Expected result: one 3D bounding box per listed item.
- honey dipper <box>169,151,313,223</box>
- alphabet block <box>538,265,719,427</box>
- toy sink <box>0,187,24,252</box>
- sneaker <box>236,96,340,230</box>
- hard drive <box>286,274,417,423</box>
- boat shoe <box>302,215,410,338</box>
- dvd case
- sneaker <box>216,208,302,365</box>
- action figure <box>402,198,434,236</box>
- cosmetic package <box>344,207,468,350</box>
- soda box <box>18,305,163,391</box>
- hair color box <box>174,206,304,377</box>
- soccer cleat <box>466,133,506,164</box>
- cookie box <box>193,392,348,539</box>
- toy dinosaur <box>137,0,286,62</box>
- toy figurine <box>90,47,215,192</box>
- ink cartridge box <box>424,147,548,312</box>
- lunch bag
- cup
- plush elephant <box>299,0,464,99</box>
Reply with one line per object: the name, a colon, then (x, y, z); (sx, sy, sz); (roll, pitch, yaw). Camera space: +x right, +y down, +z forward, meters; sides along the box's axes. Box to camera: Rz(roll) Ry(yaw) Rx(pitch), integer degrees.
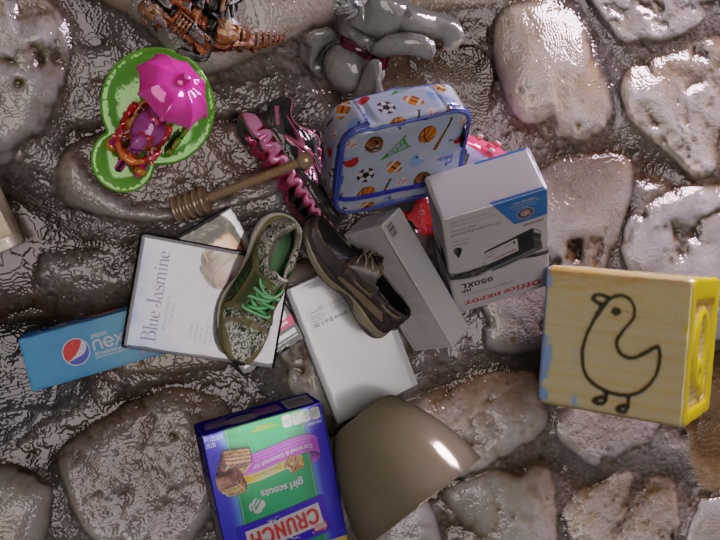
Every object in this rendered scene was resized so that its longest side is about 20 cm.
honey dipper: (-0.151, -0.109, 1.171); (0.197, 0.038, 0.039); (-18, 99, 12)
alphabet block: (0.376, 0.096, 1.265); (0.195, 0.197, 0.199); (-3, 96, -59)
toy sink: (-0.473, -0.056, 1.034); (0.129, 0.200, 0.114); (-25, 100, -13)
sneaker: (-0.076, -0.145, 1.222); (0.095, 0.079, 0.201); (-40, 105, -22)
hard drive: (-0.012, 0.094, 1.274); (0.130, 0.027, 0.203); (-23, 99, -15)
boat shoe: (0.000, 0.000, 1.202); (0.073, 0.075, 0.201); (-24, 121, 25)
dvd case: (-0.193, 0.040, 1.155); (0.197, 0.018, 0.145); (10, 90, -19)
sneaker: (-0.121, 0.020, 1.122); (0.076, 0.088, 0.203); (19, 86, -19)
action figure: (0.143, -0.079, 1.300); (0.196, 0.052, 0.067); (-2, 89, -13)
cosmetic package: (0.065, 0.015, 1.250); (0.051, 0.082, 0.202); (-45, 112, -37)
soda box: (-0.326, 0.089, 1.159); (0.197, 0.064, 0.069); (-16, 97, -16)
hair color box: (-0.167, 0.027, 1.205); (0.098, 0.061, 0.202); (-31, 101, -13)
soccer cleat: (0.151, -0.157, 1.298); (0.198, 0.067, 0.077); (22, 117, -22)
cookie box: (-0.120, 0.289, 1.228); (0.169, 0.075, 0.203); (-13, 98, -16)
toy dinosaur: (-0.188, -0.326, 1.158); (0.199, 0.101, 0.138); (15, 77, -59)
toy figurine: (-0.254, -0.187, 1.101); (0.149, 0.184, 0.201); (35, 84, -16)
ink cartridge box: (0.175, -0.049, 1.224); (0.142, 0.085, 0.201); (-16, 140, 0)
lunch bag: (0.049, -0.152, 1.175); (0.197, 0.076, 0.162); (-12, 138, -19)
cup: (0.043, 0.256, 1.231); (0.199, 0.201, 0.144); (-34, 77, -12)
plush elephant: (0.011, -0.297, 1.203); (0.198, 0.156, 0.165); (-16, 54, -47)
